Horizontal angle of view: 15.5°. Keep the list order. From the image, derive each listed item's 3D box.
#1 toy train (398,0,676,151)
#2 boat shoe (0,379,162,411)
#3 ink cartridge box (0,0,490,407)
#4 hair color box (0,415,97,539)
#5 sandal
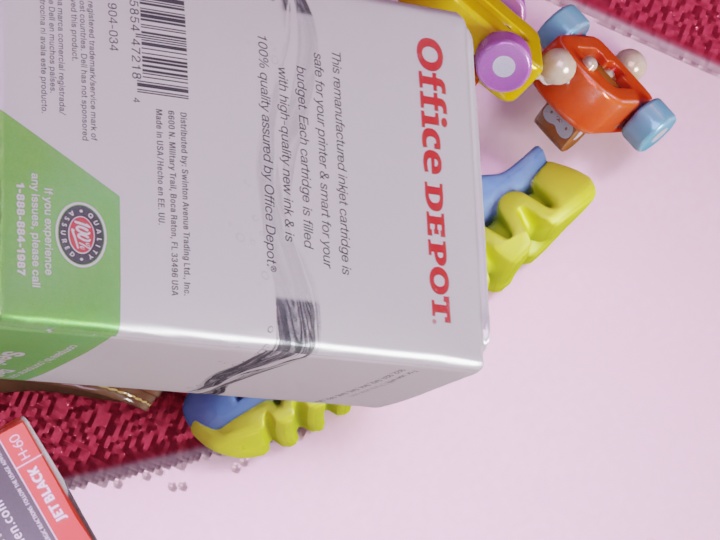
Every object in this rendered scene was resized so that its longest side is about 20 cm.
[{"bbox_3d":[0.038,-0.114,1.113,0.200,0.150,0.056,47,110,8],"label":"toy train"},{"bbox_3d":[-0.176,0.030,1.069,0.200,0.072,0.068,14,84,0],"label":"boat shoe"},{"bbox_3d":[-0.059,-0.032,0.983,0.200,0.084,0.146,7,72,-30],"label":"ink cartridge box"},{"bbox_3d":[-0.130,0.122,0.991,0.061,0.200,0.102,-29,87,-12],"label":"hair color box"},{"bbox_3d":[0.000,0.000,1.100,0.200,0.079,0.087,-39,85,-21],"label":"sandal"}]
